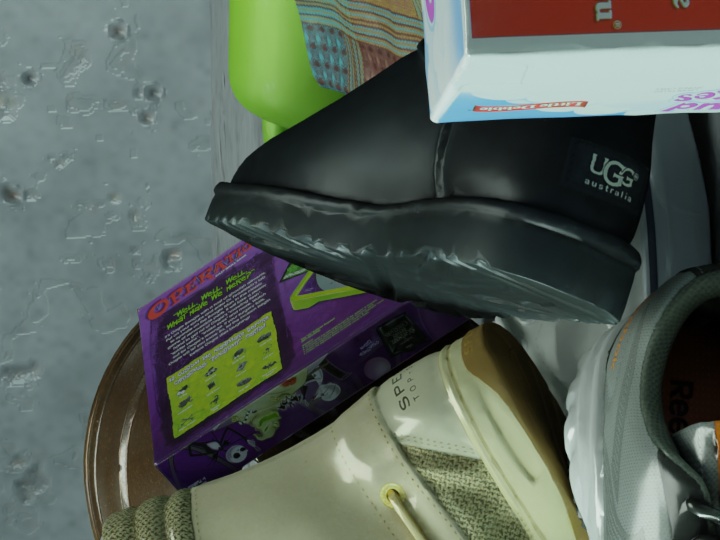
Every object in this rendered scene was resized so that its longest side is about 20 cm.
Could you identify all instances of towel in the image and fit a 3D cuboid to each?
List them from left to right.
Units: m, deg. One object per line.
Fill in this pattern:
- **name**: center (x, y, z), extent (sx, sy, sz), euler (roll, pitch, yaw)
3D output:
- **towel**: center (-0.010, -0.158, 1.113), extent (0.147, 0.022, 0.201), euler (27, 135, 63)

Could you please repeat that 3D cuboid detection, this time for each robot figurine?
- **robot figurine**: center (-0.006, -0.143, 1.335), extent (0.175, 0.115, 0.201), euler (-136, 43, -56)

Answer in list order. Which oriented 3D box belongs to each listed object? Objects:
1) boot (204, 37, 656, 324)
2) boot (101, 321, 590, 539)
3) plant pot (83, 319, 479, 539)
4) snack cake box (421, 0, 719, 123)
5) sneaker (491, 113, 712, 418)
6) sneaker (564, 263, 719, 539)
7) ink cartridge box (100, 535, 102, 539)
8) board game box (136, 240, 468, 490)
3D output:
- **boot**: center (0.041, -0.074, 0.832), extent (0.200, 0.076, 0.169), euler (5, 73, 61)
- **boot**: center (0.021, 0.136, 0.863), extent (0.201, 0.155, 0.073), euler (62, -167, -7)
- **plant pot**: center (-0.011, 0.088, 1.230), extent (0.198, 0.199, 0.202), euler (167, 100, -75)
- **snack cake box**: center (0.071, -0.144, 0.715), extent (0.067, 0.114, 0.201), euler (119, 148, -77)
- **sneaker**: center (0.076, 0.014, 0.905), extent (0.073, 0.070, 0.201), euler (127, 140, -79)
- **sneaker**: center (0.097, 0.091, 0.765), extent (0.079, 0.073, 0.201), euler (111, 156, -60)
- **ink cartridge box**: center (-0.042, 0.156, 0.990), extent (0.057, 0.162, 0.201), euler (52, -146, -34)
- **board game box**: center (0.000, 0.000, 1.099), extent (0.032, 0.199, 0.120), euler (49, -166, -33)
